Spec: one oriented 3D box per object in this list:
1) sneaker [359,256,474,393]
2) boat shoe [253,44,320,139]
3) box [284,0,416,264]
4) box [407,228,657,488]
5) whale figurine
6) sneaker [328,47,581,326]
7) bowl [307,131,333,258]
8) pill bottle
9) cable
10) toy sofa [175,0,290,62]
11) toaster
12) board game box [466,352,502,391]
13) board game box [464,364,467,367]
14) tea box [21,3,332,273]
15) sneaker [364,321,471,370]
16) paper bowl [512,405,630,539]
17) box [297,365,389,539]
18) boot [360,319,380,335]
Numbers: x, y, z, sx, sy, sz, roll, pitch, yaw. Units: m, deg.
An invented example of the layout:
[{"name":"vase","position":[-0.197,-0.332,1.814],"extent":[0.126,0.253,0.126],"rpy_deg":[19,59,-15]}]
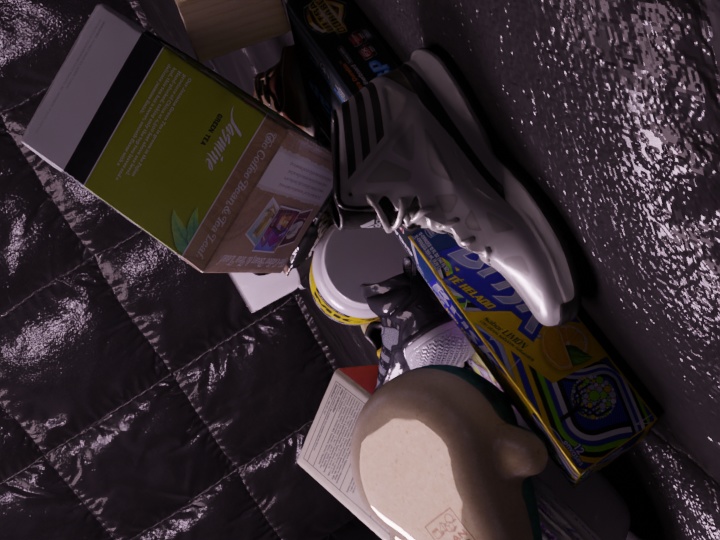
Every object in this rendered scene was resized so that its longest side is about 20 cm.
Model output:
[{"name":"sneaker","position":[0.042,0.067,0.859],"extent":[0.115,0.075,0.201],"rpy_deg":[64,153,23]},{"name":"boat shoe","position":[-0.076,-0.171,0.895],"extent":[0.200,0.071,0.077],"rpy_deg":[103,176,-78]},{"name":"box","position":[0.014,-0.114,0.722],"extent":[0.201,0.046,0.159],"rpy_deg":[57,172,21]},{"name":"box","position":[0.114,0.045,0.618],"extent":[0.201,0.064,0.070],"rpy_deg":[55,176,23]},{"name":"whale figurine","position":[0.084,0.159,0.630],"extent":[0.201,0.159,0.103],"rpy_deg":[51,-146,16]},{"name":"sneaker","position":[0.048,-0.032,0.568],"extent":[0.202,0.115,0.076],"rpy_deg":[57,172,8]},{"name":"bowl","position":[-0.109,-0.090,1.014],"extent":[0.202,0.200,0.094],"rpy_deg":[60,174,-13]},{"name":"pill bottle","position":[0.000,0.000,0.998],"extent":[0.115,0.114,0.200],"rpy_deg":[58,172,4]},{"name":"cable","position":[-0.063,-0.063,0.922],"extent":[0.050,0.097,0.201],"rpy_deg":[52,131,26]},{"name":"toy sofa","position":[-0.122,-0.260,0.754],"extent":[0.200,0.082,0.098],"rpy_deg":[-113,5,-58]},{"name":"toaster","position":[-0.136,-0.069,1.310],"extent":[0.201,0.118,0.181],"rpy_deg":[61,-152,-14]},{"name":"board game box","position":[0.117,0.058,0.806],"extent":[0.121,0.032,0.200],"rpy_deg":[64,172,-8]},{"name":"board game box","position":[0.114,0.226,1.029],"extent":[0.045,0.152,0.201],"rpy_deg":[1,-132,-51]},{"name":"tea box","position":[-0.141,-0.102,0.773],"extent":[0.196,0.134,0.200],"rpy_deg":[35,-173,10]},{"name":"sneaker","position":[0.062,0.112,0.958],"extent":[0.089,0.071,0.200],"rpy_deg":[17,-166,-23]},{"name":"paper bowl","position":[0.148,0.196,0.754],"extent":[0.201,0.104,0.201],"rpy_deg":[45,174,6]},{"name":"box","position":[0.048,0.210,0.983],"extent":[0.199,0.129,0.108],"rpy_deg":[34,-162,33]},{"name":"boot","position":[0.078,0.126,1.132],"extent":[0.156,0.072,0.201],"rpy_deg":[50,169,52]}]
